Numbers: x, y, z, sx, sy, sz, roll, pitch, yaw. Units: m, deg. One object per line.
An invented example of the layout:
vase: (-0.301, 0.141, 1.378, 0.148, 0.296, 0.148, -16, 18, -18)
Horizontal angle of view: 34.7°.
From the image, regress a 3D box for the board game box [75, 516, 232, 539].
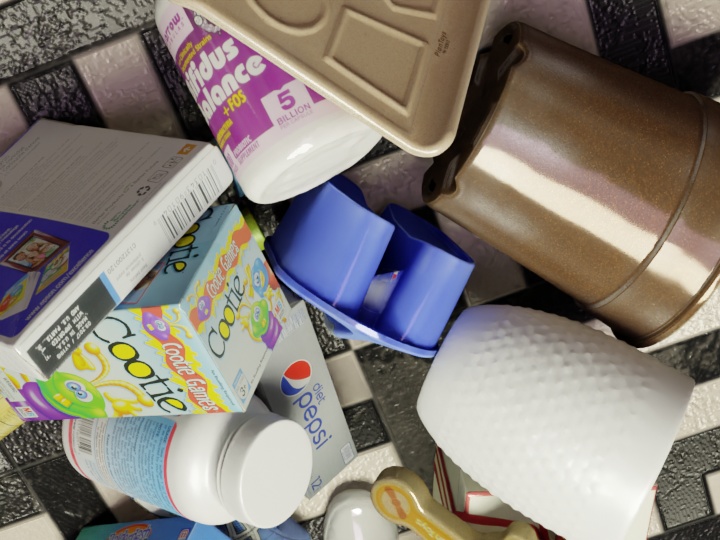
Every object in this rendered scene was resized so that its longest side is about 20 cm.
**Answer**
board game box: (-0.159, 0.287, 1.055, 0.199, 0.045, 0.152, -17, 127, 44)

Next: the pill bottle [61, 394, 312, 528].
pill bottle: (-0.138, 0.139, 0.922, 0.198, 0.109, 0.110, 10, 130, 38)

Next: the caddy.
caddy: (0.000, 0.000, 0.885, 0.140, 0.200, 0.106, 26, 99, -16)

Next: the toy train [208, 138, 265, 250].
toy train: (-0.125, -0.008, 0.938, 0.115, 0.085, 0.201, -27, 127, -10)

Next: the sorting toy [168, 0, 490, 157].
sorting toy: (-0.014, -0.183, 0.752, 0.199, 0.186, 0.036, 28, 143, -15)

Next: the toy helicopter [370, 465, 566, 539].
toy helicopter: (0.087, 0.231, 0.913, 0.199, 0.079, 0.133, 38, 131, 6)

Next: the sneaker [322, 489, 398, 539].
sneaker: (0.003, 0.307, 1.115, 0.074, 0.089, 0.202, -2, 120, -3)

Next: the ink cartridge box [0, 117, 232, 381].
ink cartridge box: (-0.219, -0.025, 0.801, 0.199, 0.199, 0.044, 13, 142, 38)

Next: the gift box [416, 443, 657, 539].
gift box: (0.141, 0.218, 1.022, 0.197, 0.187, 0.186, -6, 120, -3)

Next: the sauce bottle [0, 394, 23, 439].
sauce bottle: (-0.271, 0.078, 0.973, 0.199, 0.065, 0.065, -37, 117, 13)

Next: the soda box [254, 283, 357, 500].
soda box: (-0.065, 0.098, 0.970, 0.063, 0.068, 0.201, -38, 135, -23)

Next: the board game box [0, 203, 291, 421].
board game box: (-0.169, 0.034, 0.825, 0.198, 0.105, 0.104, -6, 129, 27)

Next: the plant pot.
plant pot: (0.163, -0.074, 0.866, 0.197, 0.201, 0.201, 25, 115, -10)

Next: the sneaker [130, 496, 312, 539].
sneaker: (-0.119, 0.212, 1.056, 0.199, 0.076, 0.077, 34, 116, -23)

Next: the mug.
mug: (0.147, 0.098, 0.885, 0.174, 0.200, 0.149, 27, 118, 12)

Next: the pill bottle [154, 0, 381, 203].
pill bottle: (-0.073, -0.157, 0.789, 0.112, 0.112, 0.201, -30, 82, 12)
